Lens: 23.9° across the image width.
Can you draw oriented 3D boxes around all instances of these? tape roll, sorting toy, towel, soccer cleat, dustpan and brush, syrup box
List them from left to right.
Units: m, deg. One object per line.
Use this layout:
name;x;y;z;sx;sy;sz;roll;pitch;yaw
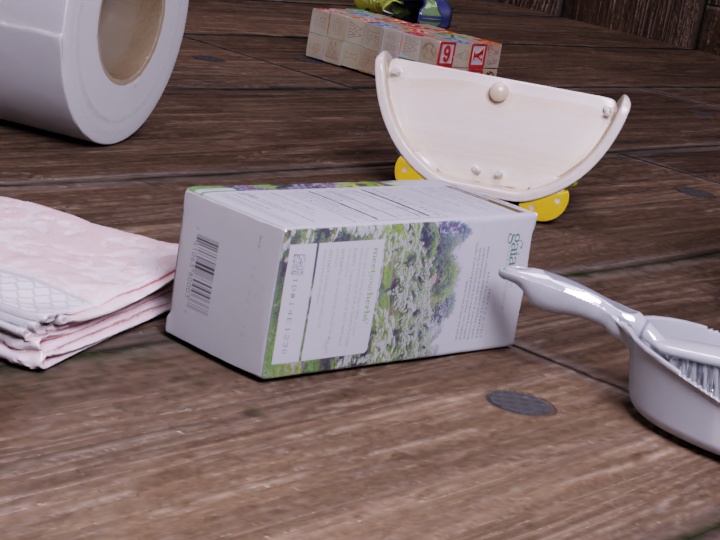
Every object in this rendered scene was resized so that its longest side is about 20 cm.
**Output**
towel;-0.205;-0.007;0.899;0.199;0.032;0.191;15;15;16
tape roll;-0.236;-0.209;1.313;0.139;0.204;0.203;14;15;17
syrup box;0.000;0.000;0.916;0.081;0.079;0.199;22;19;40
soccer cleat;0.049;-0.390;2.483;0.083;0.065;0.200;-6;22;-41
sorting toy;0.110;-0.108;1.391;0.199;0.107;0.180;11;7;6
dustpan and brush;0.163;0.045;0.890;0.199;0.058;0.140;14;15;16

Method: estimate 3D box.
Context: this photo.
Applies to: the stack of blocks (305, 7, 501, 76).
stack of blocks;0.049;-0.256;1.973;0.199;0.059;0.115;21;18;38
